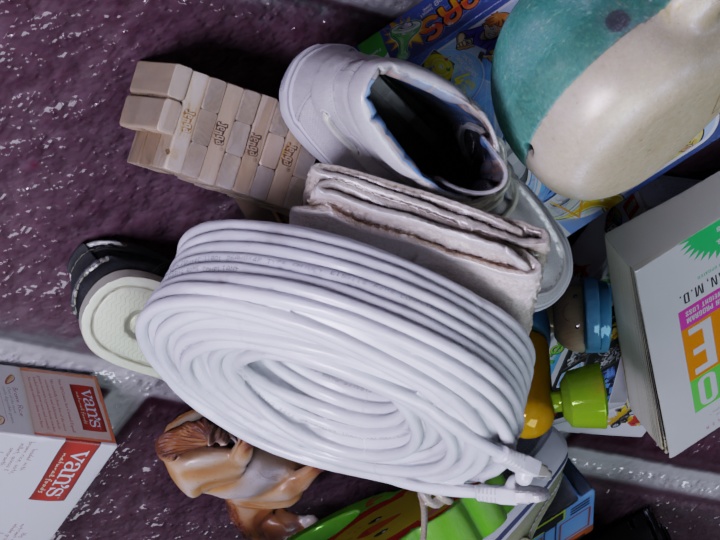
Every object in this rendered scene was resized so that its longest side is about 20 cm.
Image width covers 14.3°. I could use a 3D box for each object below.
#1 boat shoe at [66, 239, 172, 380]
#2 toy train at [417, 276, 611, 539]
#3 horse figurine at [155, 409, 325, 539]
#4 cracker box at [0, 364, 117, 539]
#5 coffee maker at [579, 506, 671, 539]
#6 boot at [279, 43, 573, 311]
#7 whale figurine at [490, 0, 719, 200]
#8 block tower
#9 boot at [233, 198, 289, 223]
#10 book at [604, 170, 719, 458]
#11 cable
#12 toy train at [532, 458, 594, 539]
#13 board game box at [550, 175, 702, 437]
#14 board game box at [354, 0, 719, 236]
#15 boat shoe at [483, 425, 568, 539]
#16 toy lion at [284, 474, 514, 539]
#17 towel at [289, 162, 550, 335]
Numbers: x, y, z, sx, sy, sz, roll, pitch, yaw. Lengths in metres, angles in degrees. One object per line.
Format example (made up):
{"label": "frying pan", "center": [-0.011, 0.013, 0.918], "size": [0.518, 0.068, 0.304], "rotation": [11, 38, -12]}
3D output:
{"label": "boat shoe", "center": [-0.077, 0.042, 1.599], "size": [0.200, 0.068, 0.072], "rotation": [30, 99, -32]}
{"label": "toy train", "center": [0.088, 0.079, 1.622], "size": [0.116, 0.200, 0.085], "rotation": [-3, 134, 2]}
{"label": "horse figurine", "center": [-0.061, 0.112, 1.723], "size": [0.132, 0.050, 0.200], "rotation": [-23, 154, 26]}
{"label": "cracker box", "center": [-0.256, 0.111, 1.627], "size": [0.200, 0.058, 0.134], "rotation": [8, 134, -34]}
{"label": "coffee maker", "center": [0.130, 0.249, 1.923], "size": [0.200, 0.135, 0.192], "rotation": [-25, 142, 4]}
{"label": "boot", "center": [0.049, -0.039, 1.456], "size": [0.200, 0.096, 0.074], "rotation": [37, 80, -26]}
{"label": "whale figurine", "center": [0.151, -0.125, 1.468], "size": [0.200, 0.104, 0.159], "rotation": [-37, 163, -18]}
{"label": "block tower", "center": [-0.027, -0.054, 1.502], "size": [0.200, 0.058, 0.054], "rotation": [18, 88, -27]}
{"label": "boot", "center": [0.000, 0.000, 1.615], "size": [0.075, 0.074, 0.200], "rotation": [-34, 140, -1]}
{"label": "book", "center": [0.216, 0.012, 1.692], "size": [0.134, 0.048, 0.200], "rotation": [-30, 145, -9]}
{"label": "cable", "center": [-0.011, 0.043, 1.446], "size": [0.200, 0.069, 0.200], "rotation": [3, 152, 38]}
{"label": "toy train", "center": [0.057, 0.181, 1.821], "size": [0.200, 0.087, 0.114], "rotation": [-30, 150, -15]}
{"label": "board game box", "center": [0.167, 0.024, 1.748], "size": [0.126, 0.035, 0.200], "rotation": [6, 134, -33]}
{"label": "board game box", "center": [0.104, -0.100, 1.566], "size": [0.135, 0.034, 0.200], "rotation": [-34, 141, 15]}
{"label": "boat shoe", "center": [0.066, 0.178, 1.732], "size": [0.062, 0.072, 0.200], "rotation": [48, 66, -18]}
{"label": "toy lion", "center": [-0.002, 0.167, 1.685], "size": [0.192, 0.069, 0.200], "rotation": [-31, -174, -8]}
{"label": "towel", "center": [0.026, 0.014, 1.480], "size": [0.132, 0.034, 0.200], "rotation": [18, 156, 7]}
